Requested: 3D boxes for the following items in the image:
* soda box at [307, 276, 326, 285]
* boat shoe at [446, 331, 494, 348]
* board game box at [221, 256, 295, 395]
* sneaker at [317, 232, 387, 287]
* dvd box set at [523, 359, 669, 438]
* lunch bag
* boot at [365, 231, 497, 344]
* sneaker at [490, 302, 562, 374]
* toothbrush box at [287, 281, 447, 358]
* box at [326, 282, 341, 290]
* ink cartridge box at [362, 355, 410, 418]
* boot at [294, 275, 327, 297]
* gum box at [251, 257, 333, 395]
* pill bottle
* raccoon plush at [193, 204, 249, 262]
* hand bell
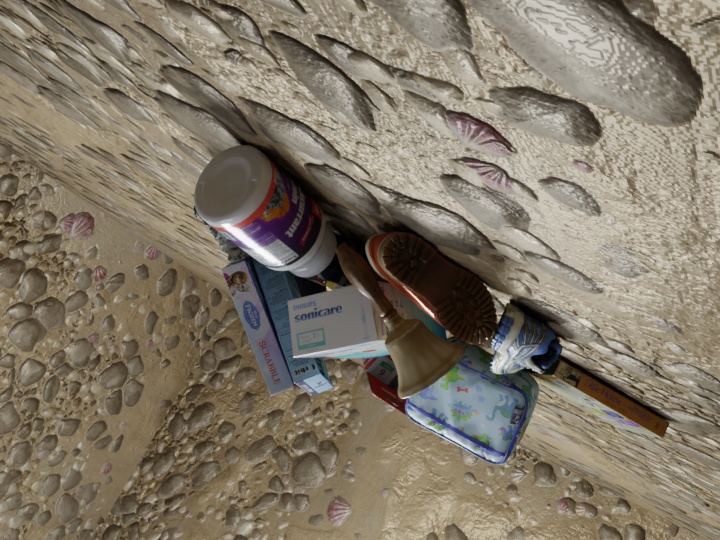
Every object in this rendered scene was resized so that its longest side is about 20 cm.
[{"bbox_3d":[-0.126,-0.043,1.381,0.200,0.069,0.064,21,167,39],"label":"soda box"},{"bbox_3d":[0.122,0.083,1.310,0.200,0.067,0.074,24,170,29],"label":"boat shoe"},{"bbox_3d":[-0.152,0.075,1.290,0.200,0.041,0.201,-123,13,-83],"label":"board game box"},{"bbox_3d":[0.000,0.000,1.250,0.084,0.075,0.200,17,171,30],"label":"sneaker"},{"bbox_3d":[0.361,0.196,1.302,0.200,0.029,0.146,30,171,-6],"label":"dvd box set"},{"bbox_3d":[0.177,0.210,1.340,0.200,0.161,0.082,28,-150,21],"label":"lunch bag"},{"bbox_3d":[0.090,0.018,1.073,0.200,0.075,0.107,42,170,-19],"label":"boot"},{"bbox_3d":[0.228,0.111,1.130,0.085,0.077,0.200,22,169,17],"label":"sneaker"},{"bbox_3d":[0.014,0.075,1.191,0.146,0.086,0.200,-14,166,30],"label":"toothbrush box"},{"bbox_3d":[-0.064,0.020,1.585,0.075,0.050,0.200,33,169,-12],"label":"box"},{"bbox_3d":[0.058,0.170,1.462,0.109,0.050,0.200,35,-164,-22],"label":"ink cartridge box"},{"bbox_3d":[-0.099,0.004,1.466,0.200,0.075,0.097,50,-174,36],"label":"boot"},{"bbox_3d":[-0.102,0.084,1.284,0.170,0.044,0.201,74,176,-74],"label":"gum box"},{"bbox_3d":[-0.115,-0.067,1.087,0.111,0.112,0.200,22,169,37],"label":"pill bottle"},{"bbox_3d":[-0.169,-0.046,1.256,0.134,0.097,0.200,58,179,27],"label":"raccoon plush"},{"bbox_3d":[0.032,0.049,1.039,0.200,0.104,0.104,54,168,-5],"label":"hand bell"}]
